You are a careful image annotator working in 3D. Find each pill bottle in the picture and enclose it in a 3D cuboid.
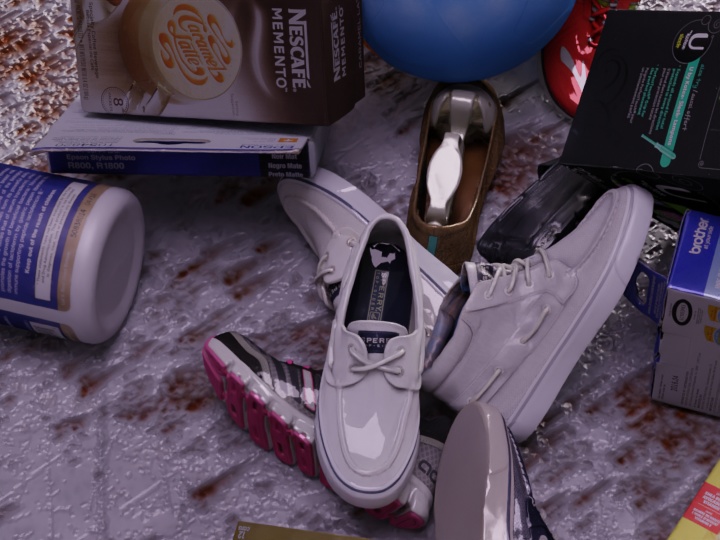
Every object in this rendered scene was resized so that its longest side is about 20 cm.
[{"bbox_3d":[-0.267,-0.021,1.367,0.199,0.116,0.116,12,57,11],"label":"pill bottle"}]

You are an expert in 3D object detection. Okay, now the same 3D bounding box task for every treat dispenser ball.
[{"bbox_3d":[0.071,-0.243,1.416,0.200,0.201,0.201,-2,55,3],"label":"treat dispenser ball"}]

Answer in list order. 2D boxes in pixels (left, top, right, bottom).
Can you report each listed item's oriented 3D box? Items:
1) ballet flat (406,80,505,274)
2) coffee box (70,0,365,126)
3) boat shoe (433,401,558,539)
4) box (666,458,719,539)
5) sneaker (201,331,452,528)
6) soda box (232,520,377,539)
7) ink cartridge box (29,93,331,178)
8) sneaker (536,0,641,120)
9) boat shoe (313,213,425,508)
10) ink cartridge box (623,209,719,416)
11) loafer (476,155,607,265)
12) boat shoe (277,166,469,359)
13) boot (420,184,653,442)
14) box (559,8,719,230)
[{"bbox_3d":[0.070,-0.089,1.417,0.068,0.072,0.200,10,56,9],"label":"ballet flat"},{"bbox_3d":[-0.103,-0.174,1.365,0.199,0.115,0.080,4,22,21],"label":"coffee box"},{"bbox_3d":[0.106,0.186,1.220,0.093,0.075,0.200,15,59,-25],"label":"boat shoe"},{"bbox_3d":[0.242,0.183,1.232,0.075,0.050,0.200,29,62,21],"label":"box"},{"bbox_3d":[-0.017,0.094,1.299,0.200,0.074,0.087,32,63,18],"label":"sneaker"},{"bbox_3d":[0.007,0.204,1.164,0.200,0.068,0.064,2,67,39],"label":"soda box"},{"bbox_3d":[-0.126,-0.100,1.396,0.199,0.041,0.200,1,21,7],"label":"ink cartridge box"},{"bbox_3d":[0.186,-0.214,1.456,0.077,0.085,0.201,12,86,-1],"label":"sneaker"},{"bbox_3d":[0.006,0.055,1.241,0.073,0.065,0.200,0,59,-2],"label":"boat shoe"},{"bbox_3d":[0.274,0.039,1.276,0.199,0.137,0.076,12,53,12],"label":"ink cartridge box"},{"bbox_3d":[0.164,-0.067,1.398,0.070,0.068,0.201,24,55,35],"label":"loafer"},{"bbox_3d":[0.000,0.000,1.367,0.070,0.071,0.200,-40,67,-22],"label":"boat shoe"},{"bbox_3d":[0.116,0.014,1.287,0.095,0.074,0.200,29,91,-13],"label":"boot"},{"bbox_3d":[0.269,-0.097,1.298,0.200,0.148,0.125,10,78,49],"label":"box"}]
